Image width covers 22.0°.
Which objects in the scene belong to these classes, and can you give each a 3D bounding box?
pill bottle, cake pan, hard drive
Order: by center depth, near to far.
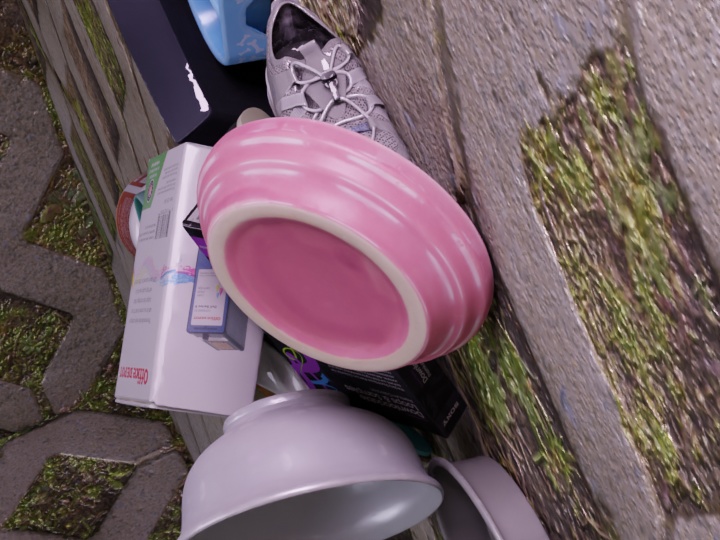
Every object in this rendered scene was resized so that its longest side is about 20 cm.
[{"bbox_3d":[0.108,0.219,1.321,0.201,0.036,0.201,90,154,-63],"label":"cake pan"},{"bbox_3d":[-0.138,-0.191,1.472,0.135,0.042,0.201,2,-120,-59],"label":"hard drive"},{"bbox_3d":[-0.204,-0.054,2.029,0.113,0.111,0.200,68,169,-10],"label":"pill bottle"}]

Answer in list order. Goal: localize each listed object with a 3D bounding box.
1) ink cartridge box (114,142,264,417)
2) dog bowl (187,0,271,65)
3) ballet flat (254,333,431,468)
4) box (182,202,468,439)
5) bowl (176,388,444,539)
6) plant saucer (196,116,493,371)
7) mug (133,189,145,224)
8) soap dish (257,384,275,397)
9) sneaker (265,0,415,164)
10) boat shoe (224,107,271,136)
[{"bbox_3d":[-0.128,0.012,1.447,0.145,0.087,0.202,173,107,-72],"label":"ink cartridge box"},{"bbox_3d":[-0.099,-0.225,1.363,0.112,0.049,0.200,62,168,22],"label":"dog bowl"},{"bbox_3d":[-0.033,0.113,1.511,0.199,0.070,0.069,37,164,6],"label":"ballet flat"},{"bbox_3d":[-0.024,0.033,1.303,0.142,0.036,0.200,14,147,46],"label":"box"},{"bbox_3d":[-0.046,0.145,1.338,0.201,0.199,0.091,96,161,-68],"label":"bowl"},{"bbox_3d":[-0.018,-0.005,1.138,0.199,0.051,0.201,21,145,15],"label":"plant saucer"},{"bbox_3d":[-0.134,-0.015,1.778,0.152,0.114,0.186,58,167,33],"label":"mug"},{"bbox_3d":[-0.063,0.079,1.609,0.201,0.081,0.157,67,-164,0],"label":"soap dish"},{"bbox_3d":[-0.025,-0.106,1.192,0.200,0.074,0.082,55,166,48],"label":"sneaker"},{"bbox_3d":[-0.061,-0.067,1.294,0.074,0.063,0.201,56,-171,7],"label":"boat shoe"}]
